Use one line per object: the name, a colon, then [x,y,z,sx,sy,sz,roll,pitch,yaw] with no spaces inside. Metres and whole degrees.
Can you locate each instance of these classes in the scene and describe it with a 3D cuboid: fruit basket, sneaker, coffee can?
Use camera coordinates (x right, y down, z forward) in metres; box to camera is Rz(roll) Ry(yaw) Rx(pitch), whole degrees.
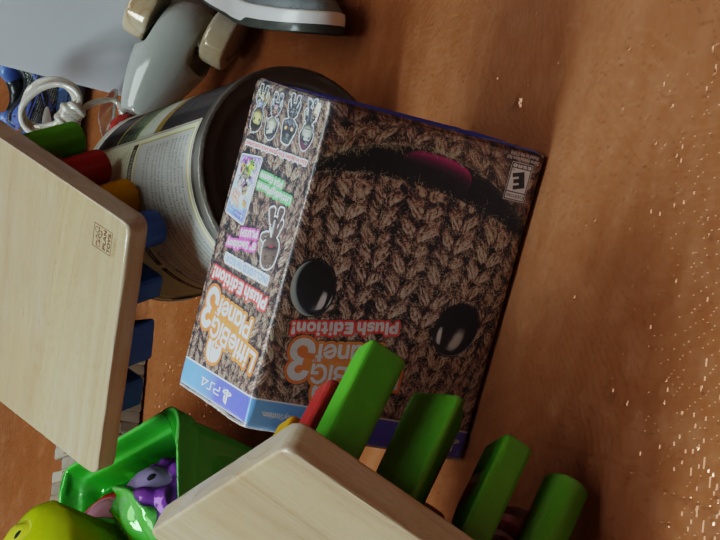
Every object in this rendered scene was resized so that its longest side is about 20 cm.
fruit basket: [-0.187,0.193,1.420,0.216,0.215,0.156,-31,54,51]
sneaker: [-0.059,-0.246,1.479,0.200,0.083,0.121,34,118,59]
sneaker: [-0.307,-0.116,1.825,0.075,0.078,0.200,-31,54,51]
coffee can: [-0.096,-0.057,1.404,0.200,0.146,0.147,-9,72,58]

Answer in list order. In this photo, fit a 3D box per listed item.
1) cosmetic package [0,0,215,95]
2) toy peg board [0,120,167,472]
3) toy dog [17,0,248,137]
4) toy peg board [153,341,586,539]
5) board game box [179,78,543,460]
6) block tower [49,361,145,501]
cosmetic package: [-0.253,-0.250,1.679,0.123,0.199,0.200,-66,32,19]
toy peg board: [-0.204,-0.001,1.390,0.199,0.098,0.200,32,125,32]
toy dog: [-0.168,-0.142,1.598,0.200,0.096,0.132,-43,79,3]
toy peg board: [0.018,0.143,1.123,0.199,0.200,0.098,-37,20,57]
board game box: [0.000,0.000,1.215,0.097,0.159,0.200,25,102,58]
block tower: [-0.220,0.156,1.626,0.054,0.058,0.200,-19,65,56]
